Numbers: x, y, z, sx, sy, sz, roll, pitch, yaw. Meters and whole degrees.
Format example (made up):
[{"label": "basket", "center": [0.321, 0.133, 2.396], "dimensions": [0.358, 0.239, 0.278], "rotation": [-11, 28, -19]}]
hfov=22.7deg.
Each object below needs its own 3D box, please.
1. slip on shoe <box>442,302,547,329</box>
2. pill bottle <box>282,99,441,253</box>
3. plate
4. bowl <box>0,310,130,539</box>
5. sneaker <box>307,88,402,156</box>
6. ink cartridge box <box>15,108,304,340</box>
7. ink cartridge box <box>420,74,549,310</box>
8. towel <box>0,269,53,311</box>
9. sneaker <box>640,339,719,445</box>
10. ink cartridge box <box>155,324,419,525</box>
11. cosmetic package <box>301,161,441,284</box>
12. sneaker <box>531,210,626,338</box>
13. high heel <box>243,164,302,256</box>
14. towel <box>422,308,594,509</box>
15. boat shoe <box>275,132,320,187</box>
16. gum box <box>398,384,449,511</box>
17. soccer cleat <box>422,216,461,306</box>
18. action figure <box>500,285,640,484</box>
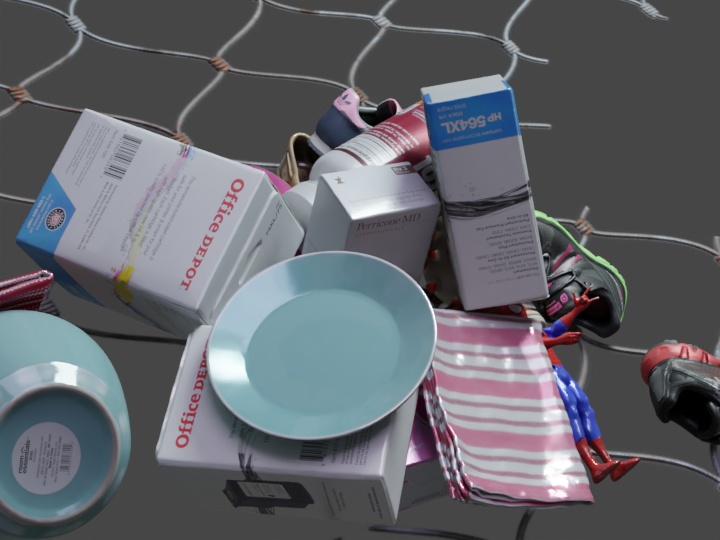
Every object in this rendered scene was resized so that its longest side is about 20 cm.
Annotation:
[{"label": "slip on shoe", "center": [0.092, 0.065, 1.760], "dimensions": [0.200, 0.074, 0.061], "rotation": [-11, 39, -35]}, {"label": "pill bottle", "center": [0.023, -0.085, 1.795], "dimensions": [0.200, 0.113, 0.113], "rotation": [-31, 55, -26]}, {"label": "plate", "center": [-0.032, 0.067, 1.532], "dimensions": [0.200, 0.026, 0.200], "rotation": [-6, 50, 7]}, {"label": "bowl", "center": [-0.265, 0.137, 1.446], "dimensions": [0.200, 0.201, 0.105], "rotation": [-12, 12, -28]}, {"label": "sneaker", "center": [0.040, -0.140, 1.941], "dimensions": [0.200, 0.082, 0.070], "rotation": [11, 28, -43]}, {"label": "ink cartridge box", "center": [-0.183, -0.032, 1.676], "dimensions": [0.200, 0.146, 0.147], "rotation": [21, 75, 21]}, {"label": "ink cartridge box", "center": [0.116, -0.075, 1.692], "dimensions": [0.084, 0.200, 0.146], "rotation": [-10, 10, 1]}, {"label": "towel", "center": [-0.345, 0.067, 1.531], "dimensions": [0.144, 0.200, 0.023], "rotation": [-19, 72, -29]}, {"label": "sneaker", "center": [0.374, 0.132, 1.758], "dimensions": [0.200, 0.071, 0.098], "rotation": [11, 38, 0]}, {"label": "ink cartridge box", "center": [-0.060, 0.133, 1.557], "dimensions": [0.200, 0.084, 0.145], "rotation": [3, 53, 13]}, {"label": "cosmetic package", "center": [0.000, 0.000, 1.705], "dimensions": [0.101, 0.200, 0.074], "rotation": [-11, 46, -27]}, {"label": "sneaker", "center": [0.194, 0.004, 1.814], "dimensions": [0.200, 0.077, 0.084], "rotation": [26, 37, -21]}, {"label": "high heel", "center": [-0.101, -0.032, 1.826], "dimensions": [0.096, 0.067, 0.200], "rotation": [-10, 56, -39]}, {"label": "towel", "center": [0.126, 0.120, 1.605], "dimensions": [0.146, 0.030, 0.200], "rotation": [6, 55, -31]}, {"label": "boat shoe", "center": [-0.040, -0.067, 1.883], "dimensions": [0.071, 0.065, 0.200], "rotation": [-9, 44, -25]}, {"label": "gum box", "center": [0.078, 0.142, 1.662], "dimensions": [0.200, 0.066, 0.114], "rotation": [-14, 47, -29]}, {"label": "soccer cleat", "center": [0.079, -0.030, 1.875], "dimensions": [0.077, 0.069, 0.200], "rotation": [-4, 41, -49]}, {"label": "action figure", "center": [0.208, 0.093, 1.698], "dimensions": [0.065, 0.099, 0.200], "rotation": [6, 44, -57]}]
